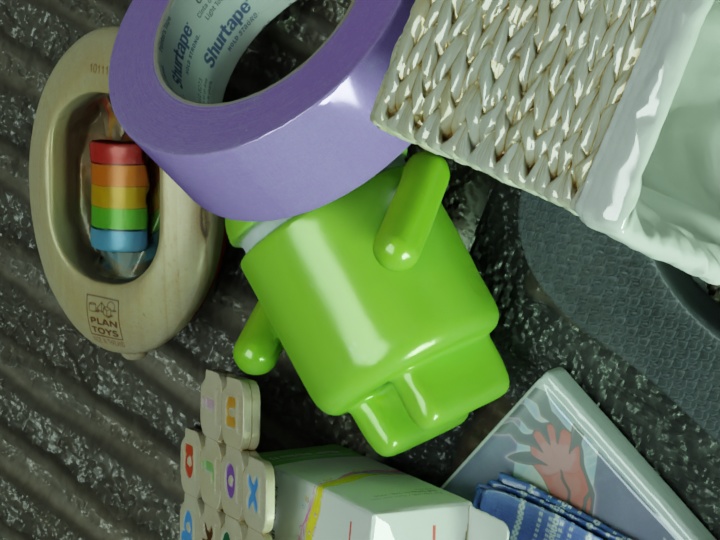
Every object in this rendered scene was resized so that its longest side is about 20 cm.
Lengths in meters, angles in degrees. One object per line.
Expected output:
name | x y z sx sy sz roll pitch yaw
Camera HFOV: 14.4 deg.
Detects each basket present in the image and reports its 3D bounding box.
basket | 0.139 -0.113 1.405 0.161 0.198 0.200 22 92 32

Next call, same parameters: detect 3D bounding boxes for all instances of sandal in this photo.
sandal | 0.160 0.017 1.536 0.200 0.043 0.076 49 129 6

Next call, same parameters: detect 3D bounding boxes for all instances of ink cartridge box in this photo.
ink cartridge box | 0.004 0.175 1.592 0.200 0.067 0.117 16 106 60

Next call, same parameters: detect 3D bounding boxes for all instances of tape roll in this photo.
tape roll | -0.038 -0.126 1.546 0.200 0.066 0.200 -21 47 24

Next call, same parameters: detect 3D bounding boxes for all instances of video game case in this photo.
video game case | 0.120 0.186 1.601 0.200 0.023 0.182 49 120 16

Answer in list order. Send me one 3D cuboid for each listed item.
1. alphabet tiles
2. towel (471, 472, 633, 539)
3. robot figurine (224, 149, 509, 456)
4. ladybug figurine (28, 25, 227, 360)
alphabet tiles | -0.075 0.160 1.651 0.196 0.015 0.200 -173 83 -72
towel | 0.132 0.215 1.573 0.200 0.024 0.145 27 114 25
robot figurine | 0.000 0.000 1.585 0.175 0.116 0.200 -38 78 51
ladybug figurine | -0.130 -0.047 1.685 0.136 0.072 0.200 11 105 31
